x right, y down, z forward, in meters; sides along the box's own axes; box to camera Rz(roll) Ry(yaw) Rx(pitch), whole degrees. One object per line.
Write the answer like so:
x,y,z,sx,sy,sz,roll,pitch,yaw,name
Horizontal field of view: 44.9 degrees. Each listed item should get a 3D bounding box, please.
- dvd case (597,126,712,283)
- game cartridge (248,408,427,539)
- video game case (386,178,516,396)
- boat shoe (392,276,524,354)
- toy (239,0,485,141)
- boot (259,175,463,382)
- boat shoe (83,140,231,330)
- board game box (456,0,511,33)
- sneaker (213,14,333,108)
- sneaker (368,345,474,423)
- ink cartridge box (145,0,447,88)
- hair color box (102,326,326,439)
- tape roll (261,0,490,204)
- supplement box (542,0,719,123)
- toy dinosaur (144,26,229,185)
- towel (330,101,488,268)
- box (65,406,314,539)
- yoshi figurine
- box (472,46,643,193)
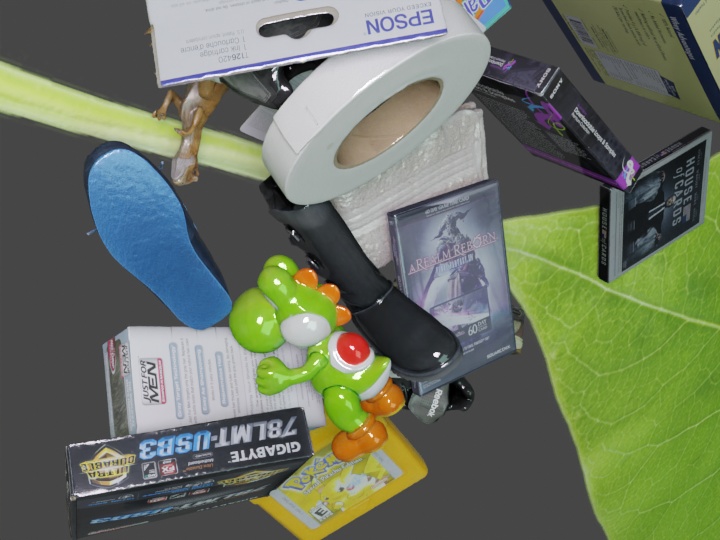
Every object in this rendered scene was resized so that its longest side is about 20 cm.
0.399,-0.089,1.182,0.199,0.025,0.151,-28,129,-22,dvd case
-0.039,0.215,0.966,0.175,0.033,0.200,-32,134,6,game cartridge
0.102,0.017,0.933,0.142,0.019,0.202,-20,111,-30,video game case
0.114,0.039,1.006,0.199,0.073,0.065,29,69,-35,boat shoe
-0.004,-0.176,0.751,0.200,0.047,0.115,-42,143,24,toy
-0.001,0.000,0.804,0.066,0.164,0.201,-41,125,-16,boot
-0.178,-0.028,0.736,0.084,0.069,0.201,-26,133,-9,boat shoe
0.041,-0.274,0.781,0.152,0.045,0.201,-42,132,-10,board game box
-0.031,-0.202,0.656,0.201,0.090,0.066,-53,176,-7,sneaker
0.055,0.133,0.989,0.199,0.090,0.067,5,110,-40,sneaker
-0.054,-0.230,0.599,0.195,0.047,0.202,-10,83,0,ink cartridge box
-0.133,0.108,0.817,0.199,0.060,0.100,4,69,-40,hair color box
0.013,-0.127,0.685,0.202,0.037,0.203,-34,168,-8,tape roll
0.312,-0.277,0.886,0.135,0.199,0.200,-54,134,-1,supplement box
-0.119,-0.170,0.719,0.201,0.060,0.106,-56,146,5,toy dinosaur
0.055,-0.084,0.908,0.199,0.034,0.133,-30,129,-21,towel
-0.160,0.184,0.779,0.198,0.050,0.199,-6,156,-22,box
-0.050,0.079,0.814,0.112,0.112,0.201,-36,111,-10,yoshi figurine
0.190,-0.158,0.896,0.199,0.143,0.036,31,92,-44,box
